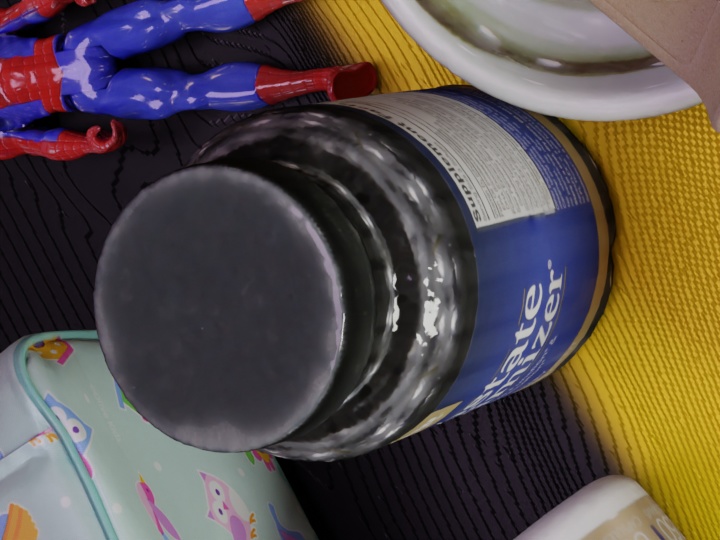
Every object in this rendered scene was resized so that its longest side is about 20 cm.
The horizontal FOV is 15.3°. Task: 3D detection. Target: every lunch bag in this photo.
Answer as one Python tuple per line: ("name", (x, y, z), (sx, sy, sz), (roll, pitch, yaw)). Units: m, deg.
("lunch bag", (-0.066, 0.120, 0.941), (0.077, 0.160, 0.201), (-32, 77, 21))

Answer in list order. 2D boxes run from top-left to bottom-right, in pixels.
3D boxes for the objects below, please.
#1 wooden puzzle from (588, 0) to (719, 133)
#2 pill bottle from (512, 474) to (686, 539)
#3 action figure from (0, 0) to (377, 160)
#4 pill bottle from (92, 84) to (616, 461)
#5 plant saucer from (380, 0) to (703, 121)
("wooden puzzle", (0.075, -0.163, 0.799), (0.200, 0.046, 0.186), (46, 152, 17))
("pill bottle", (0.107, 0.177, 0.885), (0.116, 0.116, 0.200), (-45, 78, 24))
("action figure", (-0.094, -0.076, 0.989), (0.199, 0.052, 0.066), (-7, 98, 29))
("pill bottle", (0.000, 0.000, 0.865), (0.111, 0.200, 0.113), (4, 99, 25))
("plant saucer", (0.086, -0.151, 0.887), (0.199, 0.050, 0.201), (4, 99, 25))
